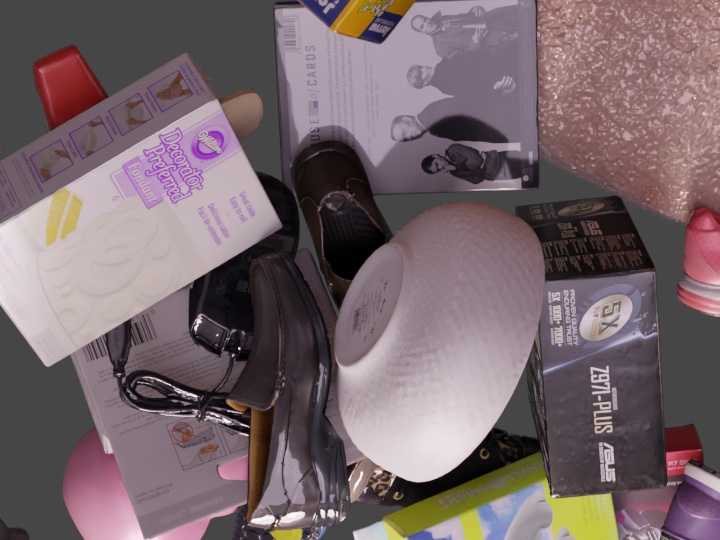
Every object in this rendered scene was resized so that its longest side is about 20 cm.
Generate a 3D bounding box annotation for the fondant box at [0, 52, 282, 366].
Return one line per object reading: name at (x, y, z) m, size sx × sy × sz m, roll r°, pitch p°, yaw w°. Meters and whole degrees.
fondant box at (-0.170, -0.040, 1.276) m, size 0.199 × 0.058 × 0.145 m, roll -32°, pitch 140°, yaw -5°

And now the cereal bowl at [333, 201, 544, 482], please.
cereal bowl at (0.040, 0.040, 1.284) m, size 0.083 × 0.200 × 0.201 m, roll 24°, pitch 107°, yaw -23°

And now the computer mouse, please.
computer mouse at (-0.119, 0.022, 1.362) m, size 0.139 × 0.046 × 0.202 m, roll 8°, pitch 74°, yaw -16°

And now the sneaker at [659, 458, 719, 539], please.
sneaker at (0.312, 0.226, 1.451) m, size 0.199 × 0.076 × 0.088 m, roll 29°, pitch 87°, yaw -26°

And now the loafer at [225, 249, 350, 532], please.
loafer at (-0.060, 0.085, 1.304) m, size 0.072 × 0.073 × 0.202 m, roll -7°, pitch 79°, yaw -20°

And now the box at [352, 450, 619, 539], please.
box at (0.102, 0.219, 1.399) m, size 0.198 × 0.048 × 0.123 m, roll -20°, pitch 110°, yaw -20°

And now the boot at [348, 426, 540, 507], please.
boot at (0.078, 0.120, 1.426) m, size 0.150 × 0.073 × 0.201 m, roll 22°, pitch 115°, yaw -24°

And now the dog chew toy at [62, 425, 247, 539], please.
dog chew toy at (-0.133, 0.147, 1.444) m, size 0.199 × 0.125 × 0.125 m, roll -32°, pitch 104°, yaw -2°

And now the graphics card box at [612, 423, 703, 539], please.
graphics card box at (0.221, 0.231, 1.492) m, size 0.124 × 0.051 × 0.202 m, roll -6°, pitch 108°, yaw 3°

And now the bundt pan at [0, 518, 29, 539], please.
bundt pan at (-0.334, 0.268, 1.488) m, size 0.200 × 0.076 × 0.204 m, roll -1°, pitch 123°, yaw -2°

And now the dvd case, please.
dvd case at (0.036, -0.133, 1.399) m, size 0.198 × 0.025 × 0.152 m, roll -2°, pitch 107°, yaw 3°

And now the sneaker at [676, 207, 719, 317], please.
sneaker at (0.341, -0.016, 1.401) m, size 0.198 × 0.074 × 0.088 m, roll -4°, pitch 106°, yaw 3°

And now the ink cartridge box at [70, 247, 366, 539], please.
ink cartridge box at (-0.100, 0.095, 1.383) m, size 0.198 × 0.045 × 0.177 m, roll -19°, pitch 70°, yaw -13°

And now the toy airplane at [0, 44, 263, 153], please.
toy airplane at (-0.192, -0.076, 1.379) m, size 0.199 × 0.141 × 0.200 m, roll 9°, pitch 124°, yaw -39°

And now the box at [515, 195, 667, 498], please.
box at (0.168, 0.051, 1.359) m, size 0.085 × 0.200 × 0.165 m, roll -5°, pitch 106°, yaw 2°

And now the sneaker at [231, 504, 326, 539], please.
sneaker at (-0.060, 0.203, 1.453) m, size 0.066 × 0.078 × 0.201 m, roll 31°, pitch 129°, yaw 9°

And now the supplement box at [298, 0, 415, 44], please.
supplement box at (0.021, -0.274, 1.296) m, size 0.109 × 0.109 × 0.200 m, roll 42°, pitch 105°, yaw 13°

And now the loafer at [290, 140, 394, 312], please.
loafer at (0.000, 0.000, 1.403) m, size 0.072 × 0.072 × 0.201 m, roll -24°, pitch 119°, yaw 9°
